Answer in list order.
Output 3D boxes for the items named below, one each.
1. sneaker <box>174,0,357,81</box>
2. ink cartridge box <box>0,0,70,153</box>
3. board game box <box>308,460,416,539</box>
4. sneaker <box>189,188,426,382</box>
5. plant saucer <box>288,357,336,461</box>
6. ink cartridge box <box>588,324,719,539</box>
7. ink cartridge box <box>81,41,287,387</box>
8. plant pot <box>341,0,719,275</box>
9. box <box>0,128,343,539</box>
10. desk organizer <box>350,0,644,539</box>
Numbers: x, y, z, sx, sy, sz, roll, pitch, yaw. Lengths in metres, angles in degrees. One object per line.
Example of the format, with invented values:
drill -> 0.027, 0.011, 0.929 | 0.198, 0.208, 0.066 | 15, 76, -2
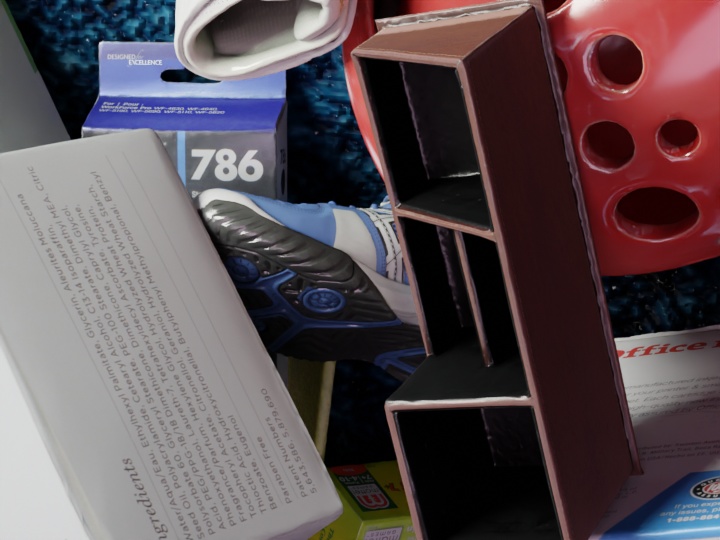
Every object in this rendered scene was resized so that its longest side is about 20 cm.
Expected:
sneaker -> 0.002, -0.150, 0.774 | 0.200, 0.116, 0.074 | -31, 132, 27
ink cartridge box -> -0.251, -0.052, 0.921 | 0.200, 0.087, 0.146 | -32, 78, 20
board game box -> 0.006, 0.195, 1.018 | 0.101, 0.048, 0.201 | -3, 123, -34
sneaker -> 0.000, 0.000, 0.904 | 0.199, 0.077, 0.076 | 22, 143, -32
plant saucer -> -0.116, 0.094, 1.018 | 0.199, 0.048, 0.201 | 9, 117, 5
ink cartridge box -> 0.145, 0.100, 0.824 | 0.146, 0.200, 0.086 | -9, 107, 27
ink cartridge box -> -0.086, -0.012, 0.929 | 0.099, 0.039, 0.201 | 0, 95, 6
plant pot -> 0.103, -0.088, 0.810 | 0.182, 0.201, 0.201 | -29, 108, 24
box -> -0.147, 0.075, 0.844 | 0.199, 0.130, 0.201 | -38, 74, 42
desk organizer -> 0.045, 0.006, 0.722 | 0.071, 0.077, 0.201 | -5, 109, 28
